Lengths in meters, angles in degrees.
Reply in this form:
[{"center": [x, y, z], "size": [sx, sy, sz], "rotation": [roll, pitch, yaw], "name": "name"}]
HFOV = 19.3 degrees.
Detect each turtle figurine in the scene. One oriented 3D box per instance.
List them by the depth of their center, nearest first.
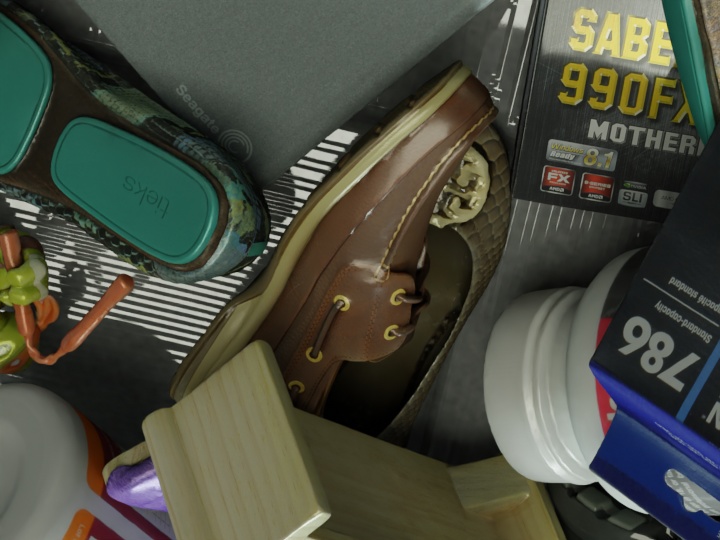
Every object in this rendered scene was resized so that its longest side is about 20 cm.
[{"center": [-0.185, -0.009, 0.901], "size": [0.161, 0.065, 0.200], "rotation": [44, 142, -17], "name": "turtle figurine"}]

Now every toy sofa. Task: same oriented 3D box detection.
[{"center": [-0.004, 0.109, 0.863], "size": [0.097, 0.083, 0.200], "rotation": [-37, 144, 22], "name": "toy sofa"}]

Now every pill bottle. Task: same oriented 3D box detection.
[{"center": [0.152, 0.042, 0.842], "size": [0.199, 0.111, 0.111], "rotation": [-6, 116, 40], "name": "pill bottle"}, {"center": [-0.108, 0.142, 0.912], "size": [0.109, 0.110, 0.200], "rotation": [-29, 133, 17], "name": "pill bottle"}]

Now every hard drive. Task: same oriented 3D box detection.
[{"center": [-0.020, -0.137, 0.828], "size": [0.200, 0.033, 0.140], "rotation": [-37, 99, 32], "name": "hard drive"}]

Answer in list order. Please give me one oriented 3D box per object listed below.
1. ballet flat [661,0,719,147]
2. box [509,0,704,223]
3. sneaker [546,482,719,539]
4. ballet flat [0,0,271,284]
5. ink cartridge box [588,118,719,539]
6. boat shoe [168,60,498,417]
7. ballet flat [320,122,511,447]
[{"center": [0.131, -0.138, 0.770], "size": [0.067, 0.068, 0.201], "rotation": [-18, 111, 6], "name": "ballet flat"}, {"center": [0.169, -0.093, 0.844], "size": [0.198, 0.048, 0.159], "rotation": [10, 114, 2], "name": "box"}, {"center": [0.156, 0.149, 0.898], "size": [0.075, 0.200, 0.080], "rotation": [-19, 130, -29], "name": "sneaker"}, {"center": [-0.116, -0.055, 0.875], "size": [0.200, 0.074, 0.075], "rotation": [38, 116, 24], "name": "ballet flat"}, {"center": [0.151, 0.007, 0.752], "size": [0.099, 0.039, 0.201], "rotation": [34, 103, 40], "name": "ink cartridge box"}, {"center": [0.000, 0.000, 0.857], "size": [0.067, 0.072, 0.200], "rotation": [40, 121, 2], "name": "boat shoe"}, {"center": [0.013, 0.024, 0.914], "size": [0.067, 0.046, 0.201], "rotation": [22, 114, -4], "name": "ballet flat"}]
